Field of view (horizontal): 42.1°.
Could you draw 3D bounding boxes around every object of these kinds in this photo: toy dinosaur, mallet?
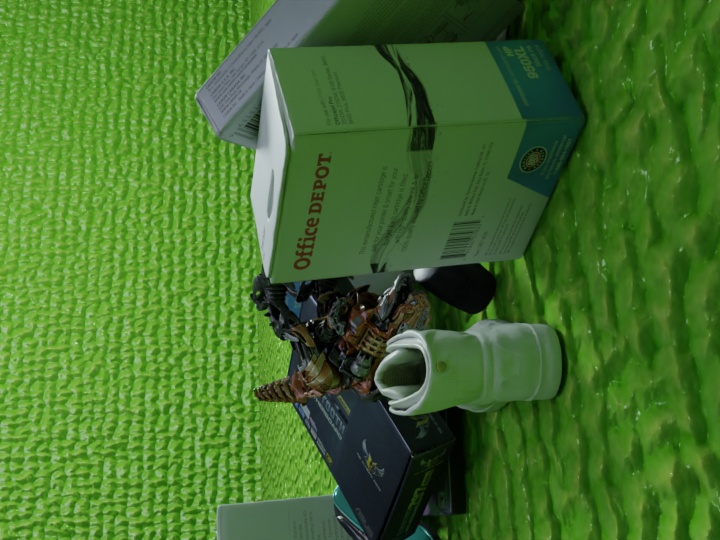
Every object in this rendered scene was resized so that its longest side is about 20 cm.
[{"bbox_3d":[-0.030,0.056,0.777,0.137,0.198,0.102,62,-164,15],"label":"toy dinosaur"},{"bbox_3d":[0.071,-0.059,0.795,0.041,0.065,0.203,-35,45,37],"label":"mallet"}]

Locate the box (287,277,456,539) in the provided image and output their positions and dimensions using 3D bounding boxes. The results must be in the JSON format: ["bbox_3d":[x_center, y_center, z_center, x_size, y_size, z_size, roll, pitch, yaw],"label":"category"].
[{"bbox_3d":[0.000,0.131,0.868,0.201,0.050,0.159,55,146,32],"label":"box"}]

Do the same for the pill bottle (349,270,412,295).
[{"bbox_3d":[0.000,0.000,1.004,0.200,0.102,0.107,-155,67,-85],"label":"pill bottle"}]

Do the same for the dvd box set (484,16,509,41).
[{"bbox_3d":[0.044,-0.170,0.747,0.029,0.143,0.204,-51,-32,-67],"label":"dvd box set"}]

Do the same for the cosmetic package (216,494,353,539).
[{"bbox_3d":[-0.054,0.357,1.018,0.166,0.196,0.167,96,169,-50],"label":"cosmetic package"}]

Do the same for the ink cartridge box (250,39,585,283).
[{"bbox_3d":[0.030,-0.074,0.641,0.146,0.196,0.085,106,153,-50],"label":"ink cartridge box"}]

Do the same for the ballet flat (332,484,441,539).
[{"bbox_3d":[0.041,0.273,0.913,0.200,0.072,0.074,36,126,54],"label":"ballet flat"}]

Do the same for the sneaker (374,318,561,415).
[{"bbox_3d":[0.062,0.072,0.706,0.200,0.113,0.075,132,136,-75],"label":"sneaker"}]

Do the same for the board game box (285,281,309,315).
[{"bbox_3d":[-0.068,-0.069,1.064,0.152,0.036,0.204,-100,15,-72],"label":"board game box"}]

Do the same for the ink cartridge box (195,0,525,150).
[{"bbox_3d":[0.006,-0.159,0.670,0.200,0.173,0.044,-43,66,21],"label":"ink cartridge box"}]

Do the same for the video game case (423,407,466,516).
[{"bbox_3d":[0.065,0.169,0.930,0.200,0.019,0.146,128,141,-71],"label":"video game case"}]
